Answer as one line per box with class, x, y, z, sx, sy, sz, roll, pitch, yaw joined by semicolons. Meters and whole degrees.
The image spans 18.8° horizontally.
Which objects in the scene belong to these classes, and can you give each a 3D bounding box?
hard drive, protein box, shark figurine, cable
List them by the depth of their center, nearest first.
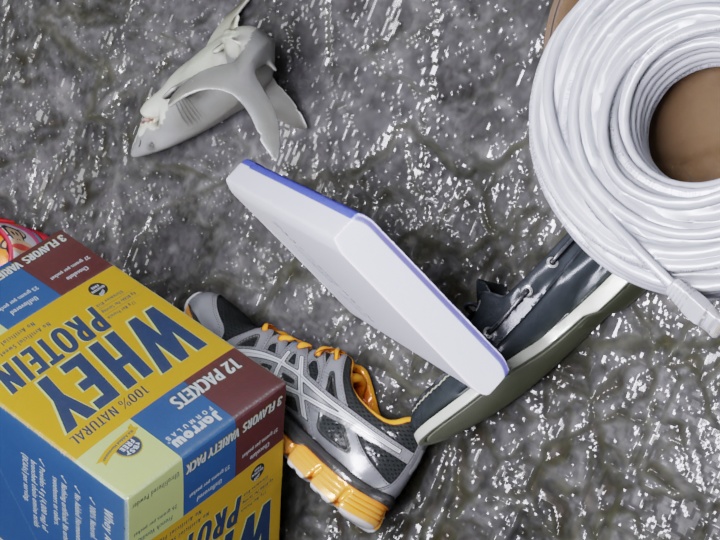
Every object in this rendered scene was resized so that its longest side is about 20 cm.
cable;0.194;-0.083;1.210;0.200;0.069;0.200;37;95;25
hard drive;0.000;0.000;1.273;0.025;0.132;0.200;-47;23;-6
protein box;-0.165;0.123;1.359;0.200;0.135;0.199;32;138;28
shark figurine;-0.068;-0.115;1.393;0.089;0.214;0.128;43;76;-12

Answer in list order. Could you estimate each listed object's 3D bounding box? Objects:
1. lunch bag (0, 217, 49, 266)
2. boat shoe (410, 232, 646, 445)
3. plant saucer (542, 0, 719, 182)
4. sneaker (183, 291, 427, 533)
lunch bag;-0.305;0.021;1.530;0.199;0.082;0.177;10;90;31
boat shoe;0.097;0.024;1.295;0.199;0.074;0.066;-42;72;18
plant saucer;0.193;-0.131;1.281;0.199;0.029;0.201;-3;83;30
sneaker;-0.035;0.076;1.379;0.077;0.078;0.200;-47;66;0
